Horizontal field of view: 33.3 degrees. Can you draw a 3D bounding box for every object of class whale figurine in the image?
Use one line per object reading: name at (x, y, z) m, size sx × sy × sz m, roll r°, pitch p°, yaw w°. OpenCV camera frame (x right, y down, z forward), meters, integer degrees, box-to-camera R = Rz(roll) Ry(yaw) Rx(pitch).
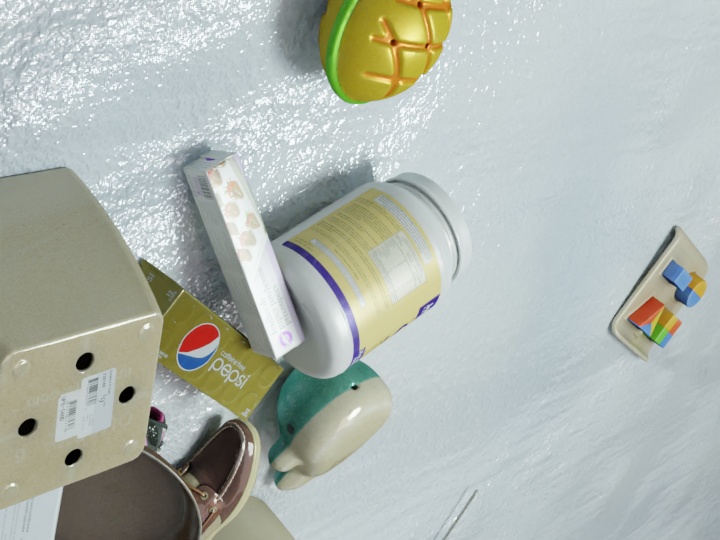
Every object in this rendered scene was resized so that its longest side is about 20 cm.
whale figurine at (-0.049, 0.169, 1.346) m, size 0.159 × 0.104 × 0.200 m, roll -27°, pitch 160°, yaw -36°

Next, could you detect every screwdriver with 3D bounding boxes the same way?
screwdriver at (0.117, 0.406, 1.782) m, size 0.200 × 0.028 × 0.029 m, roll -56°, pitch 176°, yaw -3°

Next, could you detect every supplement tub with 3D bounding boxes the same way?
supplement tub at (0.000, 0.000, 1.207) m, size 0.200 × 0.145 × 0.146 m, roll -33°, pitch 139°, yaw -30°

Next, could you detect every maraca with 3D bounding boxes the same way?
maraca at (0.035, -0.240, 1.092) m, size 0.200 × 0.107 × 0.137 m, roll -55°, pitch 154°, yaw -2°

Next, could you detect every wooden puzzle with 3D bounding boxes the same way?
wooden puzzle at (0.495, 0.047, 1.942) m, size 0.200 × 0.046 × 0.185 m, roll -58°, pitch 146°, yaw 0°

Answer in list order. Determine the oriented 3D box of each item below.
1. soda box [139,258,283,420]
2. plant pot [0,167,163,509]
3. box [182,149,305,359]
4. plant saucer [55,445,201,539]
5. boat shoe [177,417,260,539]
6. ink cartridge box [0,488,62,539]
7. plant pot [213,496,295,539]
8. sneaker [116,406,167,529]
soda box at (-0.155, 0.069, 1.143) m, size 0.068 × 0.064 × 0.200 m, roll -53°, pitch 146°, yaw -7°
plant pot at (-0.261, 0.061, 0.906) m, size 0.200 × 0.177 × 0.200 m, roll -15°, pitch 128°, yaw -44°
box at (-0.105, -0.013, 1.104) m, size 0.039 × 0.041 × 0.201 m, roll -35°, pitch 119°, yaw -31°
plant saucer at (-0.238, 0.209, 1.082) m, size 0.032 × 0.199 × 0.201 m, roll -80°, pitch 174°, yaw -54°
boat shoe at (-0.176, 0.240, 1.251) m, size 0.200 × 0.072 × 0.072 m, roll -56°, pitch 147°, yaw 9°
ink cartridge box at (-0.358, 0.238, 0.997) m, size 0.199 × 0.041 × 0.200 m, roll 7°, pitch 105°, yaw -24°
plant pot at (-0.104, 0.385, 1.337) m, size 0.187 × 0.200 × 0.188 m, roll -32°, pitch 139°, yaw -33°
sneaker at (-0.215, 0.172, 1.138) m, size 0.086 × 0.080 × 0.200 m, roll -36°, pitch 141°, yaw -30°
